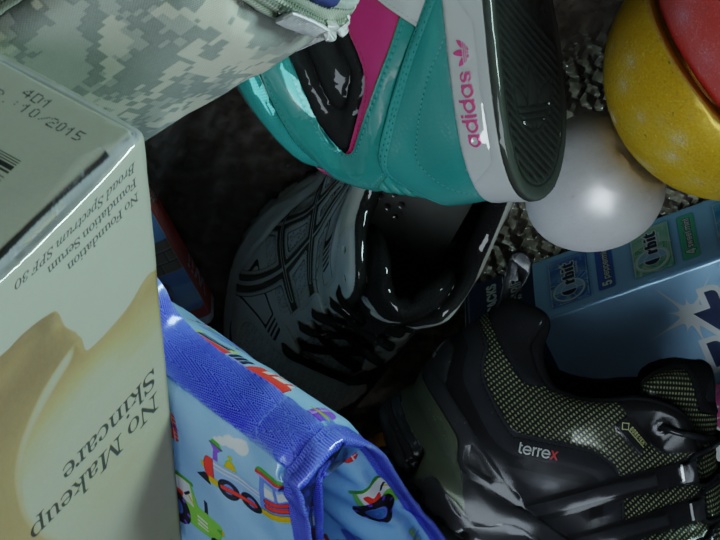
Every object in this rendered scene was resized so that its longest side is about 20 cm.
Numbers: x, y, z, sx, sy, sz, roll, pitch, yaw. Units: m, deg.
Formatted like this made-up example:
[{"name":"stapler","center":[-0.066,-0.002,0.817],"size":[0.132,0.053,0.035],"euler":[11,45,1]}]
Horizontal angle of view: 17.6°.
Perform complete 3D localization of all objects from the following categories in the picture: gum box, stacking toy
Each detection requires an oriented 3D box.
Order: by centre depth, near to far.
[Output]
[{"name":"stacking toy","center":[0.130,-0.075,0.788],"size":[0.200,0.147,0.146],"euler":[-37,117,28]},{"name":"gum box","center":[0.165,0.048,0.926],"size":[0.199,0.045,0.171],"euler":[-21,122,14]}]

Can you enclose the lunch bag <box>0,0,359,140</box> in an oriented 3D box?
[{"name":"lunch bag","center":[-0.113,-0.104,0.712],"size":[0.199,0.140,0.168],"euler":[-28,125,29]}]

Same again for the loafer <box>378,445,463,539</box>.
[{"name":"loafer","center":[0.082,0.136,0.910],"size":[0.200,0.068,0.071],"euler":[33,78,-13]}]

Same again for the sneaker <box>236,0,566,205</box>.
[{"name":"sneaker","center":[-0.001,-0.118,0.777],"size":[0.120,0.083,0.202],"euler":[-5,90,28]}]

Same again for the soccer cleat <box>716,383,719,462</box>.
[{"name":"soccer cleat","center":[0.184,0.086,0.872],"size":[0.198,0.087,0.070],"euler":[-3,125,3]}]

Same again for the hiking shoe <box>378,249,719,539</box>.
[{"name":"hiking shoe","center":[0.106,0.085,0.832],"size":[0.199,0.076,0.101],"euler":[38,101,-3]}]

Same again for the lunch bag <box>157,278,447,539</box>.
[{"name":"lunch bag","center":[-0.047,0.063,0.801],"size":[0.094,0.150,0.201],"euler":[-45,148,-19]}]

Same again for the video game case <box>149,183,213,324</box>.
[{"name":"video game case","center":[-0.158,-0.035,0.870],"size":[0.142,0.018,0.201],"euler":[-18,129,12]}]

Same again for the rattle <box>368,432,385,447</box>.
[{"name":"rattle","center":[-0.023,0.148,1.007],"size":[0.129,0.143,0.201],"euler":[26,145,21]}]

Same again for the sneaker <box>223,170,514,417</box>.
[{"name":"sneaker","center":[0.000,0.000,0.869],"size":[0.075,0.088,0.201],"euler":[18,124,-14]}]

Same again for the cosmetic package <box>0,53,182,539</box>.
[{"name":"cosmetic package","center":[-0.113,0.043,0.685],"size":[0.071,0.105,0.201],"euler":[28,146,22]}]
